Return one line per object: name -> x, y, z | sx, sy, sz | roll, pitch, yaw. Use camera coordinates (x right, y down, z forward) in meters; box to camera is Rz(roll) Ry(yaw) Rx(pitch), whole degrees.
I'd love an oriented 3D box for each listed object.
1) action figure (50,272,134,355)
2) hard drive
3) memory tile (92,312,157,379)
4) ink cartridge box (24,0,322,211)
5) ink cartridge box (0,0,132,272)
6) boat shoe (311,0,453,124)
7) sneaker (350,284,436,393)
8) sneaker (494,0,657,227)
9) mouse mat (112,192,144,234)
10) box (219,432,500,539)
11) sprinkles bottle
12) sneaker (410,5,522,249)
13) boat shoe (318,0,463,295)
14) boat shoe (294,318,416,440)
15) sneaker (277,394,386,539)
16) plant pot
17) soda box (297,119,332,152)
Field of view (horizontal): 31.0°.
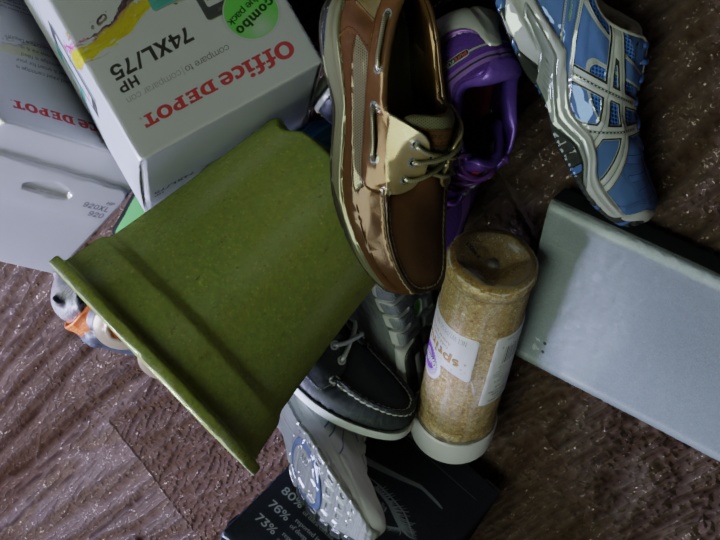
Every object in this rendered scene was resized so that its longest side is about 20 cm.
action figure -> -0.175, 0.039, 1.120 | 0.191, 0.106, 0.200 | 19, 156, -19
hard drive -> 0.211, 0.043, 0.904 | 0.199, 0.033, 0.141 | 27, 130, 24
memory tile -> -0.111, 0.056, 1.088 | 0.153, 0.017, 0.200 | -39, 121, 18
ink cartridge box -> -0.140, -0.174, 0.923 | 0.201, 0.146, 0.146 | 59, 168, 6
ink cartridge box -> -0.284, -0.128, 1.032 | 0.144, 0.146, 0.201 | -42, 55, 27
boat shoe -> 0.032, -0.156, 0.905 | 0.062, 0.075, 0.200 | 46, 141, -1
sneaker -> 0.000, 0.000, 1.024 | 0.115, 0.075, 0.202 | 17, 126, 34
sneaker -> 0.153, -0.115, 0.825 | 0.076, 0.076, 0.201 | -23, 117, 14
mouse mat -> -0.142, -0.031, 1.168 | 0.161, 0.008, 0.200 | 47, 136, 6
box -> -0.005, 0.219, 1.065 | 0.148, 0.200, 0.105 | 40, 145, 14
sprinkles bottle -> 0.082, 0.060, 0.967 | 0.068, 0.068, 0.201 | 31, 140, 21
sneaker -> 0.061, -0.077, 0.877 | 0.201, 0.080, 0.084 | 100, 151, -45
boat shoe -> 0.025, -0.084, 0.817 | 0.073, 0.075, 0.203 | 0, 105, 48
boat shoe -> -0.036, 0.054, 0.998 | 0.199, 0.076, 0.061 | 32, 124, 4
sneaker -> -0.023, 0.121, 1.022 | 0.201, 0.086, 0.075 | 61, 149, 29
plant pot -> -0.078, 0.004, 0.894 | 0.200, 0.184, 0.201 | 44, 170, 10
soda box -> -0.091, -0.071, 1.055 | 0.198, 0.064, 0.069 | -5, 112, 39
